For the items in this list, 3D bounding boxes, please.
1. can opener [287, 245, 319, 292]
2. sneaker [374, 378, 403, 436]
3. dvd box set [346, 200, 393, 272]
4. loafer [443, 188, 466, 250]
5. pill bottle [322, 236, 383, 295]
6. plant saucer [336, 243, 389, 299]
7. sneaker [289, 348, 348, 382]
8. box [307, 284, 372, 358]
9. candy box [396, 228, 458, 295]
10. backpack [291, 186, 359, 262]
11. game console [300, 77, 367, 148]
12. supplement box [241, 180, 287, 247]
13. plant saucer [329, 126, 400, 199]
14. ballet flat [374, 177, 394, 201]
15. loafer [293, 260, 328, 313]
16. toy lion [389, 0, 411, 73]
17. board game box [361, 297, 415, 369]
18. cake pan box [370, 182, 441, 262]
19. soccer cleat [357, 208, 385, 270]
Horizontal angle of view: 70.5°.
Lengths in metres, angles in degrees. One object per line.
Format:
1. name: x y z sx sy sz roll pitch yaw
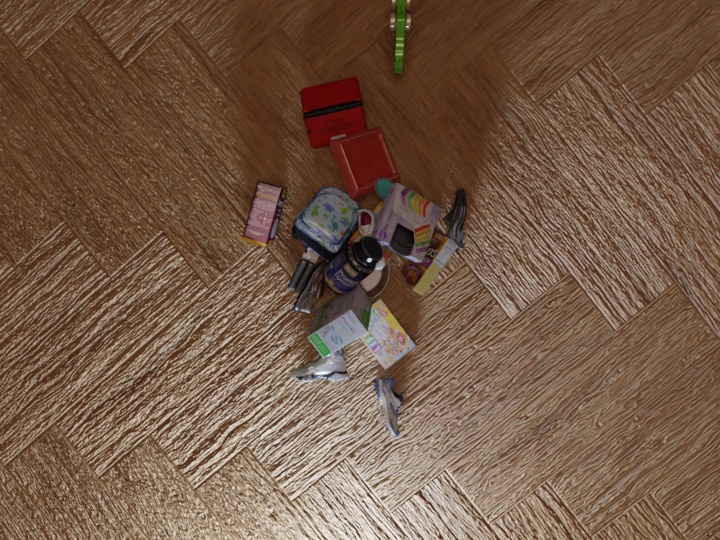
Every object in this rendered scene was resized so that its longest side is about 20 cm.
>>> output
1. can opener: -0.183 -0.022 1.719 0.052 0.067 0.202 24 100 -19
2. sneaker: 0.110 0.459 1.720 0.084 0.077 0.203 -16 93 -1
3. dvd box set: 0.071 -0.118 1.685 0.146 0.029 0.201 40 81 4
4. loafer: 0.308 -0.169 1.678 0.071 0.073 0.203 6 92 7
5. pill bottle: -0.022 -0.017 1.579 0.112 0.112 0.200 49 129 -1
6. plant saucer: 0.000 0.000 1.718 0.197 0.037 0.204 0 94 3
7. sneaker: -0.140 0.311 1.725 0.197 0.075 0.117 0 93 -3
8. box: -0.062 0.154 1.625 0.175 0.200 0.097 -32 105 16
9. candy box: 0.214 -0.035 1.656 0.056 0.117 0.201 29 100 -37
10. backpack: -0.100 -0.166 1.639 0.182 0.147 0.201 35 65 -5
11. game console: -0.088 -0.525 1.702 0.197 0.119 0.174 -11 124 4
12. supplement box: -0.314 -0.184 1.685 0.085 0.110 0.203 16 94 1
13. plant saucer: 0.023 -0.356 1.655 0.198 0.037 0.202 -22 94 -22
14. ballet flat: 0.124 -0.237 1.674 0.199 0.071 0.070 31 103 -14
15. loafer: -0.153 0.058 1.718 0.070 0.073 0.201 29 99 -10
16. toy lion: 0.124 -0.739 1.616 0.068 0.193 0.202 2 53 2
17. board game box: 0.075 0.213 1.727 0.134 0.034 0.201 -38 91 4
18. cake pan box: 0.143 -0.145 1.605 0.183 0.052 0.202 27 79 -19
19. soccer cleat: 0.027 -0.100 1.615 0.069 0.086 0.203 -16 79 17
